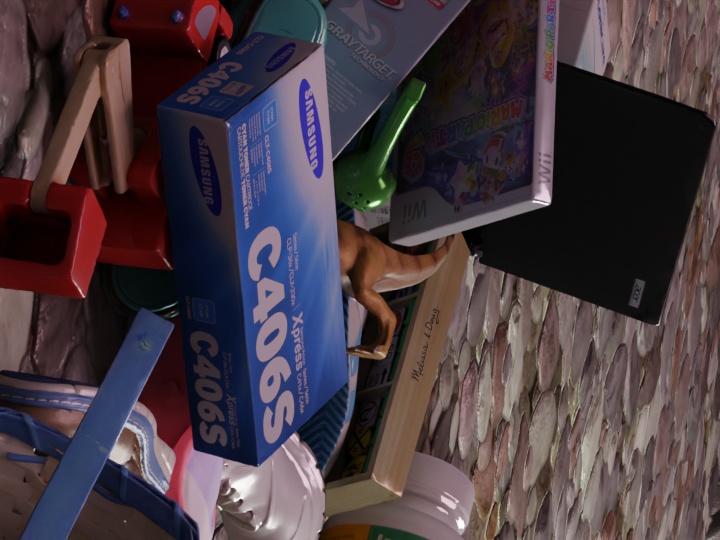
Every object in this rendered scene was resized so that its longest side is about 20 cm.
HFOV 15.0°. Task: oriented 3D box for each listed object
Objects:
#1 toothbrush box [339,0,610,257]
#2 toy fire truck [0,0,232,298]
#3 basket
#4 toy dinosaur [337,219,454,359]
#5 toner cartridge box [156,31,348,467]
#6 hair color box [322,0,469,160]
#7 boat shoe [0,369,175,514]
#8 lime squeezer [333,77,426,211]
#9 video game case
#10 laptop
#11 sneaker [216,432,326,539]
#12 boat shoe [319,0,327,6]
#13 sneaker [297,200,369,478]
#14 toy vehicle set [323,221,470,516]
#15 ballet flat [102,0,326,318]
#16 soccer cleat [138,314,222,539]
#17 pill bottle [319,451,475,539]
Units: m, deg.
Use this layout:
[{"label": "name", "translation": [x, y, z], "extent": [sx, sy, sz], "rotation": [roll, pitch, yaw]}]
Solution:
[{"label": "toothbrush box", "translation": [0.076, -0.113, 1.829], "extent": [0.085, 0.146, 0.200], "rotation": [77, 24, -52]}, {"label": "toy fire truck", "translation": [-0.120, -0.068, 1.335], "extent": [0.141, 0.049, 0.201], "rotation": [58, 41, -64]}, {"label": "basket", "translation": [-0.142, 0.130, 1.146], "extent": [0.200, 0.139, 0.177], "rotation": [-56, -175, 40]}, {"label": "toy dinosaur", "translation": [0.000, 0.000, 1.590], "extent": [0.200, 0.060, 0.107], "rotation": [15, 73, -41]}, {"label": "toner cartridge box", "translation": [-0.052, -0.010, 1.387], "extent": [0.095, 0.043, 0.201], "rotation": [-44, 138, -48]}, {"label": "hair color box", "translation": [0.002, -0.128, 1.523], "extent": [0.200, 0.061, 0.099], "rotation": [-49, -175, 32]}, {"label": "boat shoe", "translation": [-0.135, 0.101, 1.319], "extent": [0.200, 0.072, 0.073], "rotation": [52, 49, -69]}, {"label": "lime squeezer", "translation": [0.003, -0.069, 1.564], "extent": [0.200, 0.038, 0.071], "rotation": [174, -77, -84]}, {"label": "video game case", "translation": [0.065, -0.123, 1.554], "extent": [0.018, 0.143, 0.201], "rotation": [11, 75, -31]}, {"label": "laptop", "translation": [0.116, -0.092, 1.634], "extent": [0.178, 0.103, 0.200], "rotation": [100, -23, -46]}, {"label": "sneaker", "translation": [-0.075, 0.104, 1.571], "extent": [0.087, 0.074, 0.201], "rotation": [-47, 137, -44]}, {"label": "boat shoe", "translation": [-0.011, -0.189, 1.650], "extent": [0.063, 0.074, 0.201], "rotation": [64, 23, 11]}, {"label": "sneaker", "translation": [-0.029, 0.048, 1.666], "extent": [0.081, 0.076, 0.201], "rotation": [35, 65, -73]}, {"label": "toy vehicle set", "translation": [0.002, 0.059, 1.707], "extent": [0.026, 0.124, 0.201], "rotation": [34, 57, -28]}, {"label": "ballet flat", "translation": [-0.077, -0.059, 1.446], "extent": [0.200, 0.067, 0.070], "rotation": [-63, -170, -10]}, {"label": "soccer cleat", "translation": [-0.097, 0.093, 1.470], "extent": [0.076, 0.066, 0.201], "rotation": [57, 45, -76]}, {"label": "pill bottle", "translation": [0.015, 0.228, 1.834], "extent": [0.113, 0.112, 0.201], "rotation": [72, 30, -57]}]
